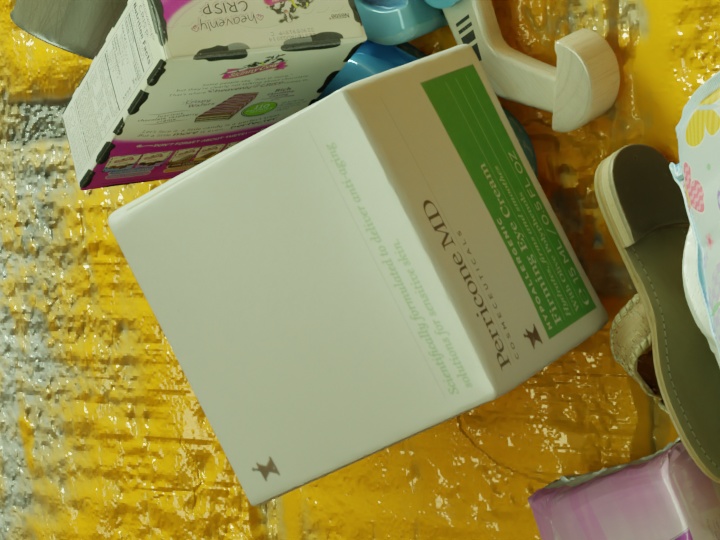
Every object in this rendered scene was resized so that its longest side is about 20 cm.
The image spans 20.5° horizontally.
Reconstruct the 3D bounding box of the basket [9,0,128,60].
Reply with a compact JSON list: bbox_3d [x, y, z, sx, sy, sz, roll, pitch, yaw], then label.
[{"bbox_3d":[-0.149,-0.252,1.372,0.136,0.180,0.200,16,103,-9],"label":"basket"}]

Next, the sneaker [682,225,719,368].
[{"bbox_3d":[0.239,0.042,1.154,0.075,0.088,0.200,-14,64,25],"label":"sneaker"}]

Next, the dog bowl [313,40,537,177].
[{"bbox_3d":[0.033,-0.086,1.308,0.200,0.050,0.112,37,119,28],"label":"dog bowl"}]

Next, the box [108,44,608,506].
[{"bbox_3d":[0.000,0.000,1.201,0.200,0.171,0.199,-27,90,34],"label":"box"}]

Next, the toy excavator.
[{"bbox_3d":[0.056,-0.175,1.259,0.194,0.100,0.200,-11,104,41],"label":"toy excavator"}]

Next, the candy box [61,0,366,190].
[{"bbox_3d":[-0.099,-0.123,1.274,0.200,0.136,0.061,-42,62,59],"label":"candy box"}]

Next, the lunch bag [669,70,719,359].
[{"bbox_3d":[0.266,-0.041,1.053,0.200,0.127,0.170,-28,53,31],"label":"lunch bag"}]

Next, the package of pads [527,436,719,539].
[{"bbox_3d":[0.192,0.206,1.213,0.120,0.076,0.200,-25,81,41],"label":"package of pads"}]

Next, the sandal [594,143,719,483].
[{"bbox_3d":[0.182,0.033,1.208,0.070,0.077,0.212,-36,68,57],"label":"sandal"}]
